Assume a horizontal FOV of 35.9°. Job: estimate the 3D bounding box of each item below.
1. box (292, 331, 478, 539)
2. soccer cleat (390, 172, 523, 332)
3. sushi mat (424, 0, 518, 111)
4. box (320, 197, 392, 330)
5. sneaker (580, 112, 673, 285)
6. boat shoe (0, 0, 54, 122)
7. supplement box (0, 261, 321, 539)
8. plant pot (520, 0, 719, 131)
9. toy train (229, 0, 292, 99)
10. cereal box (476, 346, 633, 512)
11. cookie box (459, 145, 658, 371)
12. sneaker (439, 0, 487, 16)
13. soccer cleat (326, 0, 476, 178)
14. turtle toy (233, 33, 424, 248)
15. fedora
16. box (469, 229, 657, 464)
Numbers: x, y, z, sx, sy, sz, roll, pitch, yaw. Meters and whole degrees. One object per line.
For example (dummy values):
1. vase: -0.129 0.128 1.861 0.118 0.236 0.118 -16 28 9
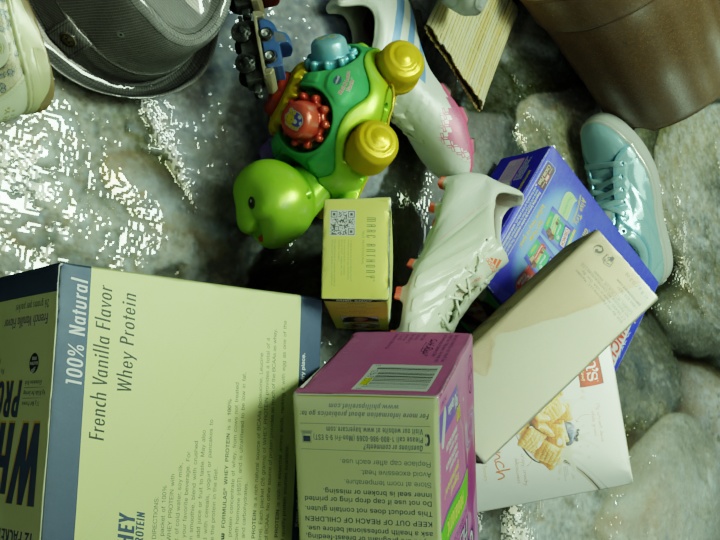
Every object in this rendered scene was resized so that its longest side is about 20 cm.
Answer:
1. box: 0.025 0.159 0.782 0.176 0.096 0.201 -35 124 -75
2. soccer cleat: 0.082 0.002 0.938 0.069 0.077 0.201 68 37 -57
3. sushi mat: 0.109 -0.239 1.052 0.096 0.012 0.200 51 37 -23
4. box: 0.000 0.000 0.856 0.050 0.200 0.076 1 82 2
5. sneaker: 0.271 -0.063 1.162 0.082 0.074 0.201 -33 104 -42
6. boat shoe: -0.266 -0.196 0.733 0.063 0.073 0.201 -28 103 -37
7. supplement box: -0.146 0.110 0.747 0.199 0.134 0.201 9 78 -39
8. plant pot: 0.281 -0.263 1.134 0.198 0.200 0.201 52 55 -30
9. toy train: -0.085 -0.227 0.879 0.046 0.034 0.201 -9 70 -2
10. cereal box: 0.131 0.132 0.977 0.199 0.040 0.145 -9 88 -8
11. cookie box: 0.181 0.013 1.073 0.200 0.075 0.172 47 59 -24
12. sneaker: 0.046 -0.286 0.976 0.099 0.078 0.200 -5 43 -25
13. soccer cleat: 0.031 -0.162 0.987 0.086 0.070 0.201 -26 95 -31
14. turtle toy: -0.033 -0.103 0.885 0.101 0.146 0.201 24 66 -12
15. fedora: -0.168 -0.225 0.807 0.177 0.090 0.200 -47 113 -34
16. box: 0.138 0.065 0.918 0.200 0.095 0.078 -41 88 -12
